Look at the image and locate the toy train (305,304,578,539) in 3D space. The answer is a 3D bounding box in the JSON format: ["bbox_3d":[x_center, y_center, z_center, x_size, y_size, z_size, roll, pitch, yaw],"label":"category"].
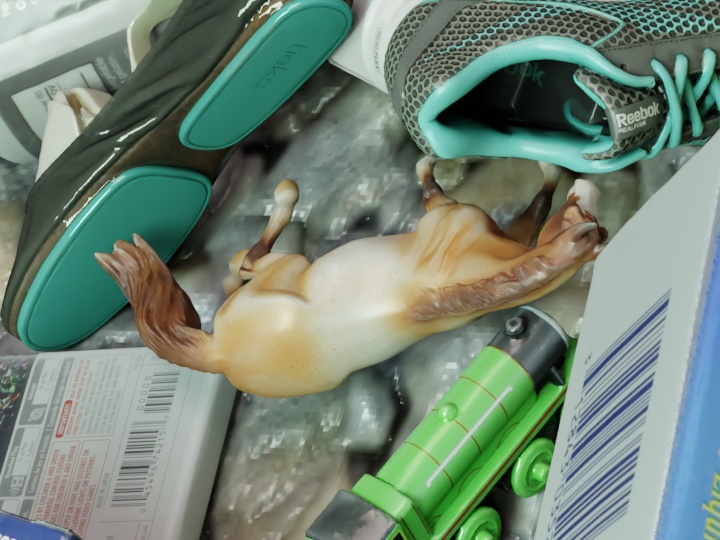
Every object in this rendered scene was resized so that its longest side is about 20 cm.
[{"bbox_3d":[0.013,0.090,0.995,0.042,0.056,0.200,26,67,38],"label":"toy train"}]

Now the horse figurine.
[{"bbox_3d":[0.000,0.000,1.059,0.199,0.050,0.133,-17,27,12],"label":"horse figurine"}]

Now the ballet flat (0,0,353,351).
[{"bbox_3d":[-0.077,-0.057,1.115,0.200,0.068,0.069,-47,56,21],"label":"ballet flat"}]

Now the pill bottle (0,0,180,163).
[{"bbox_3d":[-0.113,-0.111,1.182,0.199,0.114,0.114,-21,47,8],"label":"pill bottle"}]

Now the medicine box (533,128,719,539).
[{"bbox_3d":[0.157,0.084,0.831,0.199,0.103,0.183,24,55,-12],"label":"medicine box"}]

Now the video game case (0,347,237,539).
[{"bbox_3d":[-0.147,0.117,1.073,0.181,0.023,0.201,-4,53,22],"label":"video game case"}]

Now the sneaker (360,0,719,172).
[{"bbox_3d":[0.100,-0.064,1.034,0.199,0.078,0.091,-3,29,0],"label":"sneaker"}]

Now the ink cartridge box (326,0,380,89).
[{"bbox_3d":[0.056,-0.176,1.136,0.146,0.084,0.201,-42,36,36],"label":"ink cartridge box"}]

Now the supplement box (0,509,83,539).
[{"bbox_3d":[-0.153,0.179,0.941,0.108,0.110,0.201,14,69,30],"label":"supplement box"}]
